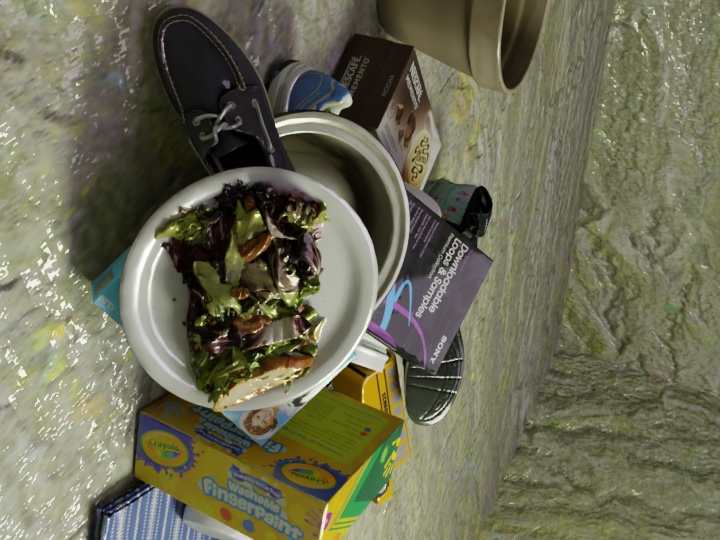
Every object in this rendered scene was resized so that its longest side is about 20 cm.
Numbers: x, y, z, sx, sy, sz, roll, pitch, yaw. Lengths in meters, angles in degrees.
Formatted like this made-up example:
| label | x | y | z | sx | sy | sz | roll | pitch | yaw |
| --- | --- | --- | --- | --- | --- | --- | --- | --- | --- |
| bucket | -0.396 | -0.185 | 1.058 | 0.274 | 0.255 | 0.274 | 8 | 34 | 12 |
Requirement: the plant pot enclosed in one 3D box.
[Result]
| label | x | y | z | sx | sy | sz | roll | pitch | yaw |
| --- | --- | --- | --- | --- | --- | --- | --- | --- | --- |
| plant pot | 0.118 | -0.327 | 0.912 | 0.200 | 0.170 | 0.203 | -50 | 149 | -46 |

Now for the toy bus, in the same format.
| label | x | y | z | sx | sy | sz | roll | pitch | yaw |
| --- | --- | --- | --- | --- | --- | --- | --- | --- | --- |
| toy bus | 0.014 | 0.196 | 0.983 | 0.078 | 0.065 | 0.204 | -29 | 125 | -31 |

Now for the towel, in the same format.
| label | x | y | z | sx | sy | sz | roll | pitch | yaw |
| --- | --- | --- | --- | --- | --- | --- | --- | --- | --- |
| towel | -0.193 | 0.251 | 0.763 | 0.199 | 0.023 | 0.148 | -24 | 129 | -61 |

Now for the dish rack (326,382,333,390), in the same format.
| label | x | y | z | sx | sy | sz | roll | pitch | yaw |
| --- | --- | --- | --- | --- | --- | --- | --- | --- | --- |
| dish rack | -0.050 | 0.175 | 1.012 | 0.154 | 0.054 | 0.203 | -54 | 149 | -44 |

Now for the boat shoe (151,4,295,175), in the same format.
| label | x | y | z | sx | sy | sz | roll | pitch | yaw |
| --- | --- | --- | --- | --- | --- | --- | --- | --- | --- |
| boat shoe | -0.094 | -0.105 | 0.586 | 0.203 | 0.072 | 0.063 | 64 | -2 | -19 |

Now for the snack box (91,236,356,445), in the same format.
| label | x | y | z | sx | sy | sz | roll | pitch | yaw |
| --- | --- | --- | --- | --- | --- | --- | --- | --- | --- |
| snack box | -0.104 | 0.042 | 0.626 | 0.116 | 0.037 | 0.200 | -42 | 122 | -1 |

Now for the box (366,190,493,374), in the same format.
| label | x | y | z | sx | sy | sz | roll | pitch | yaw |
| --- | --- | --- | --- | --- | --- | --- | --- | --- | --- |
| box | 0.035 | -0.004 | 0.805 | 0.199 | 0.036 | 0.145 | 35 | 78 | -24 |

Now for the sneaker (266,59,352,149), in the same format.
| label | x | y | z | sx | sy | sz | roll | pitch | yaw |
| --- | --- | --- | --- | --- | --- | --- | --- | --- | --- |
| sneaker | -0.063 | -0.097 | 0.757 | 0.075 | 0.076 | 0.204 | -24 | 130 | -64 |

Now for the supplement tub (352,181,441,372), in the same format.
| label | x | y | z | sx | sy | sz | roll | pitch | yaw |
| --- | --- | --- | --- | --- | --- | --- | --- | --- | --- |
| supplement tub | 0.000 | 0.000 | 0.888 | 0.204 | 0.142 | 0.145 | -71 | 158 | -6 |

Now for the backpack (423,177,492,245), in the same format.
| label | x | y | z | sx | sy | sz | roll | pitch | yaw |
| --- | --- | --- | --- | --- | --- | --- | --- | --- | --- |
| backpack | 0.121 | -0.058 | 1.148 | 0.201 | 0.124 | 0.169 | -64 | 169 | -50 |

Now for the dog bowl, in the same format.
| label | x | y | z | sx | sy | sz | roll | pitch | yaw |
| --- | --- | --- | --- | --- | --- | --- | --- | --- | --- |
| dog bowl | -0.058 | -0.041 | 0.693 | 0.196 | 0.074 | 0.205 | -5 | 103 | -21 |

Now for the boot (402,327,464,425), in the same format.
| label | x | y | z | sx | sy | sz | roll | pitch | yaw |
| --- | --- | --- | --- | --- | --- | --- | --- | --- | --- |
| boot | 0.076 | 0.082 | 0.992 | 0.154 | 0.072 | 0.209 | -171 | -95 | -77 |

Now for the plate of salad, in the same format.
| label | x | y | z | sx | sy | sz | roll | pitch | yaw |
| --- | --- | --- | --- | --- | --- | --- | --- | --- | --- |
| plate of salad | -0.077 | 0.024 | 0.573 | 0.048 | 0.195 | 0.204 | -123 | -145 | -60 |

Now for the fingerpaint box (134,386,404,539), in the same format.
| label | x | y | z | sx | sy | sz | roll | pitch | yaw |
| --- | --- | --- | --- | --- | --- | --- | --- | --- | --- |
| fingerpaint box | -0.083 | 0.168 | 0.729 | 0.166 | 0.197 | 0.075 | -29 | 134 | -61 |

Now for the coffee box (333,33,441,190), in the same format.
| label | x | y | z | sx | sy | sz | roll | pitch | yaw |
| --- | --- | --- | --- | --- | --- | --- | --- | --- | --- |
| coffee box | 0.029 | -0.168 | 0.928 | 0.115 | 0.078 | 0.201 | -65 | 157 | -18 |

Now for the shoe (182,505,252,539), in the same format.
| label | x | y | z | sx | sy | sz | roll | pitch | yaw |
| --- | --- | --- | --- | --- | --- | --- | --- | --- | --- |
| shoe | -0.094 | 0.249 | 0.817 | 0.199 | 0.071 | 0.093 | 34 | 61 | -36 |
